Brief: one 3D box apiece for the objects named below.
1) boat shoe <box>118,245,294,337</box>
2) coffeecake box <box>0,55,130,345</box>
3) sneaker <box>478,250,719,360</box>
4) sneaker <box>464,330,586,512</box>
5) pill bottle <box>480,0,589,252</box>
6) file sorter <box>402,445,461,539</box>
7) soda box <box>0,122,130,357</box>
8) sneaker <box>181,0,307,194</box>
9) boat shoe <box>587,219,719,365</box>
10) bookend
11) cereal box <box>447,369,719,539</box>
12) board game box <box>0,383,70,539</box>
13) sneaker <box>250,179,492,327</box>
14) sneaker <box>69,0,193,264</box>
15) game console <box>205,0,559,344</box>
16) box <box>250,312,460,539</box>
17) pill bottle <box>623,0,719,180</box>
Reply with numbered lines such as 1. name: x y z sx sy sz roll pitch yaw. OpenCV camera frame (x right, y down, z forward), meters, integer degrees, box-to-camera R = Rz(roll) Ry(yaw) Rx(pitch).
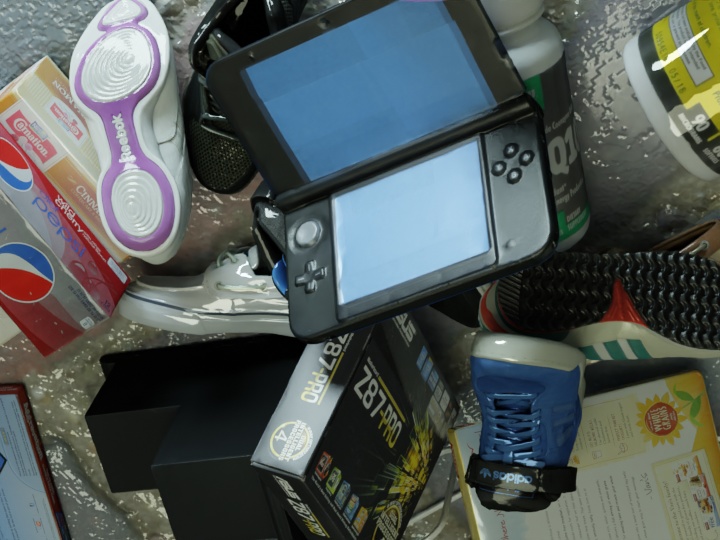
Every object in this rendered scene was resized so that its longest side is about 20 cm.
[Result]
1. boat shoe: -0.087 0.011 1.303 0.200 0.074 0.067 4 105 -2
2. coffeecake box: -0.272 -0.045 1.297 0.200 0.073 0.154 -32 108 25
3. sneaker: 0.177 0.029 1.184 0.200 0.070 0.093 4 164 -16
4. sneaker: 0.112 0.111 1.150 0.077 0.200 0.111 10 78 14
5. pill bottle: 0.092 -0.112 1.165 0.113 0.113 0.200 -6 117 15
6. file sorter: 0.080 0.263 1.358 0.124 0.139 0.200 -31 108 24
7. soda box: -0.261 -0.038 1.220 0.070 0.063 0.200 -29 109 22
8. sneaker: -0.093 -0.129 1.194 0.076 0.114 0.200 22 122 1
9. boat shoe: 0.192 0.016 1.244 0.200 0.076 0.072 -22 106 14
10. bookend: -0.128 0.142 1.298 0.199 0.200 0.092 -8 116 14
11. cereal box: 0.178 0.166 1.271 0.200 0.040 0.144 -12 89 -7
12. board game box: -0.320 0.191 1.467 0.103 0.019 0.200 -4 117 12
13. sneaker: 0.000 0.000 1.239 0.200 0.112 0.073 41 156 -5
14. sneaker: -0.165 -0.099 1.223 0.075 0.100 0.200 -6 79 4
15. game console: 0.009 -0.072 1.077 0.200 0.171 0.118 -21 145 26
16. box: 0.001 0.119 1.215 0.049 0.161 0.200 12 152 25
17. pill bottle: 0.286 -0.154 1.103 0.200 0.114 0.114 -32 108 25
